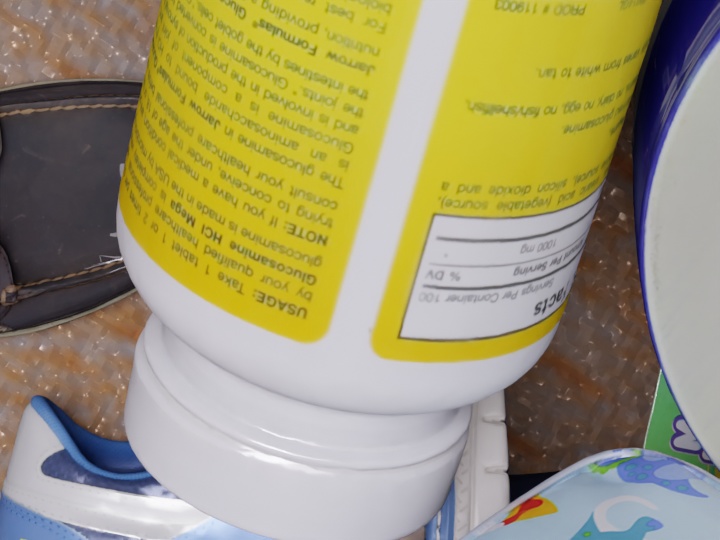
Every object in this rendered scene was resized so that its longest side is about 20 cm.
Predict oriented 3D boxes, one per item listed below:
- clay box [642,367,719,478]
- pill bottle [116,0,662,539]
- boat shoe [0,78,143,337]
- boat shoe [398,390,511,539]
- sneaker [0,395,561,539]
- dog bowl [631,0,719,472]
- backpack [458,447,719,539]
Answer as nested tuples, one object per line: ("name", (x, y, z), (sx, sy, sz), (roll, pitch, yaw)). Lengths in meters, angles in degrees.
("clay box", (0.155, 0.076, 0.778), (0.199, 0.048, 0.116), (12, 93, -25))
("pill bottle", (0.005, -0.041, 0.616), (0.112, 0.113, 0.201), (13, 117, -7))
("boat shoe", (-0.131, -0.009, 0.757), (0.198, 0.073, 0.075), (-14, 96, -5))
("boat shoe", (0.000, 0.000, 0.738), (0.072, 0.072, 0.201), (2, 60, -9))
("sneaker", (-0.012, 0.069, 0.777), (0.198, 0.074, 0.083), (-5, 92, -7))
("dog bowl", (0.165, -0.020, 0.636), (0.198, 0.079, 0.202), (2, 117, 5))
("backpack", (0.056, 0.150, 0.602), (0.200, 0.183, 0.148), (-38, 133, -17))
